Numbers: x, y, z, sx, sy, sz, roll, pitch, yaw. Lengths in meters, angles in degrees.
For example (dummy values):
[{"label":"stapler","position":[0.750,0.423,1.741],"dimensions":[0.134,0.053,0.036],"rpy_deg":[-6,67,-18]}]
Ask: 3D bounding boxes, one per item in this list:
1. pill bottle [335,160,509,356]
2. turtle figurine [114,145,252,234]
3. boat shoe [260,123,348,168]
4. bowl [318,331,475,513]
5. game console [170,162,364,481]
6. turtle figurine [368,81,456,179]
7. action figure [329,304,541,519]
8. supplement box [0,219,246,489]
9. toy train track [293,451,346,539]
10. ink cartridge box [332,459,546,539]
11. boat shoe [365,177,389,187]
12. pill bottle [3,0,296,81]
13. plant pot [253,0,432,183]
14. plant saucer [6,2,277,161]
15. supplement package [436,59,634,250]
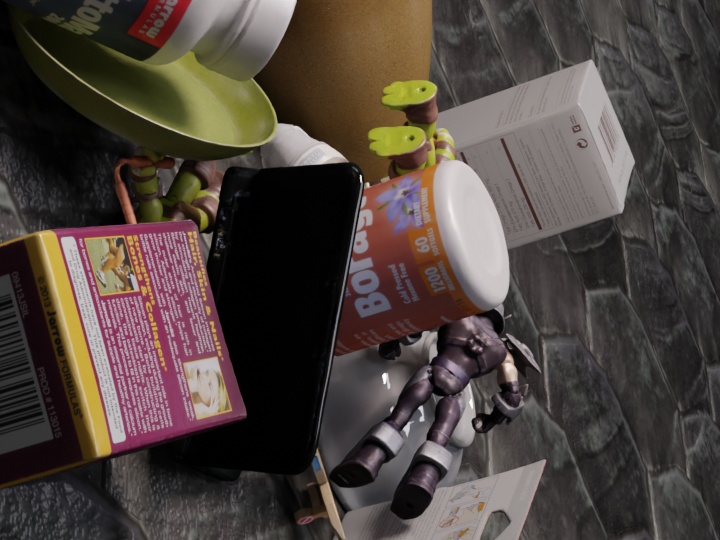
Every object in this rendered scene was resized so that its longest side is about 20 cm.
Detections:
[{"label":"pill bottle","position":[0.000,0.000,1.558],"dimensions":[0.112,0.199,0.113],"rpy_deg":[51,29,-43]},{"label":"turtle figurine","position":[-0.125,-0.021,1.448],"dimensions":[0.162,0.064,0.201],"rpy_deg":[-58,142,-45]},{"label":"boat shoe","position":[-0.037,-0.055,1.697],"dimensions":[0.068,0.072,0.200],"rpy_deg":[43,-3,24]},{"label":"bowl","position":[0.035,0.107,1.719],"dimensions":[0.201,0.090,0.202],"rpy_deg":[52,28,-44]},{"label":"game console","position":[-0.048,0.040,1.410],"dimensions":[0.176,0.116,0.201],"rpy_deg":[44,56,-72]},{"label":"turtle figurine","position":[0.042,-0.056,1.661],"dimensions":[0.201,0.064,0.162],"rpy_deg":[-59,154,-34]},{"label":"action figure","position":[0.059,0.091,1.626],"dimensions":[0.130,0.069,0.200],"rpy_deg":[34,59,1]},{"label":"supplement box","position":[-0.164,0.048,1.243],"dimensions":[0.200,0.103,0.132],"rpy_deg":[-5,78,-68]},{"label":"toy train track","position":[-0.045,0.135,1.526],"dimensions":[0.200,0.032,0.115],"rpy_deg":[77,-5,-62]},{"label":"ink cartridge box","position":[0.047,0.218,1.545],"dimensions":[0.044,0.173,0.200],"rpy_deg":[68,21,-16]},{"label":"boat shoe","position":[0.019,-0.141,1.890],"dimensions":[0.075,0.074,0.204],"rpy_deg":[14,61,-66]},{"label":"pill bottle","position":[-0.144,-0.199,1.349],"dimensions":[0.199,0.120,0.120],"rpy_deg":[22,46,-23]},{"label":"plant pot","position":[-0.016,-0.179,1.724],"dimensions":[0.187,0.185,0.201],"rpy_deg":[-75,155,-55]},{"label":"plant saucer","position":[-0.148,-0.129,1.398],"dimensions":[0.199,0.031,0.200],"rpy_deg":[27,23,-12]},{"label":"supplement package","position":[0.140,-0.096,1.986],"dimensions":[0.118,0.199,0.117],"rpy_deg":[64,23,-20]}]
